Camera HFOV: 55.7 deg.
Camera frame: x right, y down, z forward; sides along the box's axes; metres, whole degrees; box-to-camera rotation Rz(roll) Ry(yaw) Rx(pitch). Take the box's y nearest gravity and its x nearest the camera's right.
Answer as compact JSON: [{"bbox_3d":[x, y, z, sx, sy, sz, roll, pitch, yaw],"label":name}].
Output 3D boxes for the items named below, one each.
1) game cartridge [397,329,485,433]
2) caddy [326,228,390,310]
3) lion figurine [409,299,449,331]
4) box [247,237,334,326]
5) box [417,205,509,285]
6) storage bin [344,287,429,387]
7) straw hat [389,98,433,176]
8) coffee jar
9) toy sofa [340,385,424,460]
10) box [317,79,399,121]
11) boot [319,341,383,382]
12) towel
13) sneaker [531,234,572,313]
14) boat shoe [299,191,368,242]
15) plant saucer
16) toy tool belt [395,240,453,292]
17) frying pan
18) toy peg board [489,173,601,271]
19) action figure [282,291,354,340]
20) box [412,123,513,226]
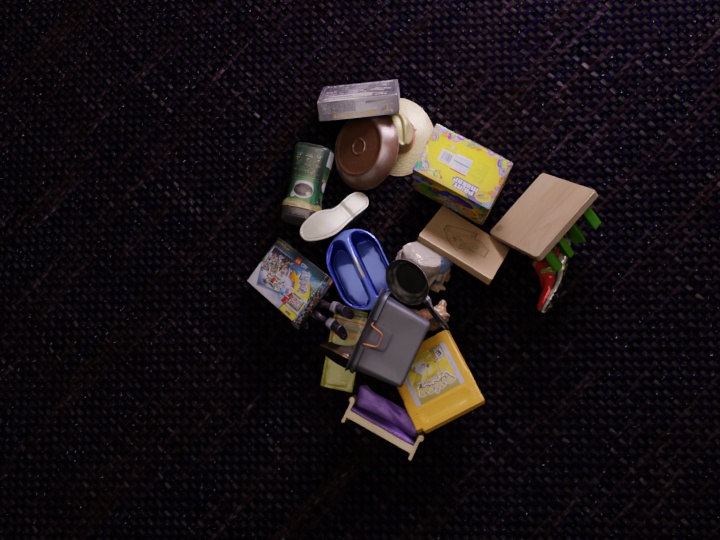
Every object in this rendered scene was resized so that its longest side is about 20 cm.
[{"bbox_3d":[0.174,0.262,1.610,0.174,0.033,0.202,-28,56,2],"label":"game cartridge"},{"bbox_3d":[0.000,0.000,1.659,0.140,0.105,0.203,-26,81,1],"label":"caddy"},{"bbox_3d":[0.114,0.107,1.627,0.196,0.122,0.074,1,84,7],"label":"lion figurine"},{"bbox_3d":[-0.173,0.025,1.666,0.199,0.038,0.137,36,88,35],"label":"box"},{"bbox_3d":[0.249,-0.063,1.628,0.198,0.164,0.021,34,129,8],"label":"box"},{"bbox_3d":[0.067,0.159,1.528,0.133,0.146,0.203,24,92,6],"label":"storage bin"},{"bbox_3d":[0.092,-0.345,1.699,0.197,0.085,0.205,-1,83,5],"label":"straw hat"},{"bbox_3d":[-0.134,-0.210,1.707,0.102,0.085,0.204,12,85,6],"label":"coffee jar"},{"bbox_3d":[0.059,0.358,1.624,0.198,0.083,0.099,28,87,8],"label":"toy sofa"},{"bbox_3d":[-0.001,-0.422,1.683,0.196,0.159,0.049,-5,118,5],"label":"box"},{"bbox_3d":[0.003,0.193,1.655,0.197,0.075,0.098,21,62,16],"label":"boot"},{"bbox_3d":[-0.041,0.193,1.686,0.084,0.018,0.204,10,85,8],"label":"towel"},{"bbox_3d":[0.450,0.004,1.639,0.084,0.077,0.203,14,77,23],"label":"sneaker"},{"bbox_3d":[-0.066,-0.120,1.675,0.199,0.066,0.075,-39,77,-24],"label":"boat shoe"},{"bbox_3d":[0.004,-0.302,1.681,0.198,0.036,0.205,-4,84,38],"label":"plant saucer"},{"bbox_3d":[0.171,-0.008,1.639,0.197,0.124,0.126,-7,48,-34],"label":"toy tool belt"},{"bbox_3d":[0.139,0.042,1.544,0.188,0.031,0.116,30,130,18],"label":"frying pan"},{"bbox_3d":[0.445,-0.105,1.608,0.200,0.199,0.098,-47,119,-2],"label":"toy peg board"},{"bbox_3d":[-0.109,0.093,1.665,0.198,0.069,0.132,26,85,34],"label":"action figure"},{"bbox_3d":[0.238,-0.222,1.617,0.198,0.193,0.123,29,87,9],"label":"box"}]
